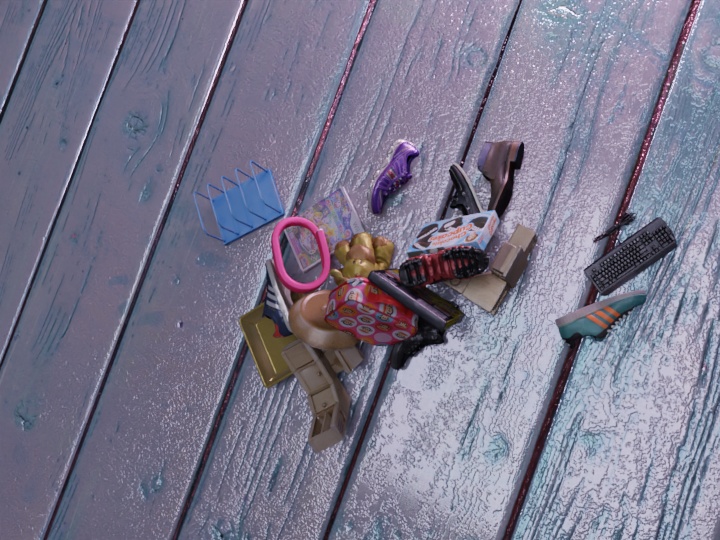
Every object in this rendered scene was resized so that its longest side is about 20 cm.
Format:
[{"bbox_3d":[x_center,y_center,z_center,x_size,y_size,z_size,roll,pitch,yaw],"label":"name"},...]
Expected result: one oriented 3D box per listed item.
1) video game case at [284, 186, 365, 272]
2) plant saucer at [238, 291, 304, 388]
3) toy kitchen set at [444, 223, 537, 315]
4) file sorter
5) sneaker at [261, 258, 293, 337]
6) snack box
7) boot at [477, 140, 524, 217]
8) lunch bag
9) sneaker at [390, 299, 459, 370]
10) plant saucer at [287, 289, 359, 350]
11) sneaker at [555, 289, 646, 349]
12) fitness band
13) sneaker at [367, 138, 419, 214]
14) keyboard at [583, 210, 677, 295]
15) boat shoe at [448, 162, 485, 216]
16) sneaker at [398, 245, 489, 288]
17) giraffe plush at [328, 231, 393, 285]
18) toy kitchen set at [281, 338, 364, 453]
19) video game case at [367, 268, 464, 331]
[{"bbox_3d":[-0.097,-0.106,1.645,0.197,0.018,0.146,-31,72,12],"label":"video game case"},{"bbox_3d":[-0.193,0.167,1.619,0.197,0.048,0.203,-30,73,13],"label":"plant saucer"},{"bbox_3d":[0.272,-0.038,1.417,0.178,0.163,0.203,32,92,21],"label":"toy kitchen set"},{"bbox_3d":[-0.329,-0.183,1.685,0.197,0.122,0.142,-25,73,14],"label":"file sorter"},{"bbox_3d":[-0.218,0.073,1.580,0.083,0.075,0.204,-27,69,21],"label":"sneaker"},{"bbox_3d":[0.209,-0.075,1.435,0.197,0.037,0.117,-9,35,42],"label":"snack box"},{"bbox_3d":[0.315,-0.216,1.494,0.095,0.075,0.204,16,77,30],"label":"boot"},{"bbox_3d":[0.032,0.093,1.416,0.176,0.197,0.084,-35,36,52],"label":"lunch bag"},{"bbox_3d":[0.152,0.155,1.491,0.102,0.060,0.204,22,86,24],"label":"sneaker"},{"bbox_3d":[-0.076,0.107,1.519,0.197,0.200,0.036,28,131,21],"label":"plant saucer"},{"bbox_3d":[0.529,0.106,1.364,0.197,0.071,0.082,-25,78,19],"label":"sneaker"},{"bbox_3d":[-0.150,-0.042,1.582,0.140,0.038,0.205,-8,70,-19],"label":"fitness band"},{"bbox_3d":[0.081,-0.229,1.571,0.082,0.081,0.203,28,91,15],"label":"sneaker"},{"bbox_3d":[0.583,-0.051,1.392,0.198,0.021,0.128,-37,72,10],"label":"keyboard"},{"bbox_3d":[0.246,-0.158,1.501,0.065,0.075,0.203,-25,83,1],"label":"boat shoe"},{"bbox_3d":[0.184,-0.011,1.367,0.196,0.098,0.073,-12,90,18],"label":"sneaker"},{"bbox_3d":[0.000,0.000,1.509,0.169,0.162,0.205,-20,78,12],"label":"giraffe plush"},{"bbox_3d":[-0.075,0.260,1.455,0.161,0.181,0.203,-28,105,13],"label":"toy kitchen set"},{"bbox_3d":[0.126,0.060,1.394,0.198,0.180,0.026,35,104,17],"label":"video game case"}]
